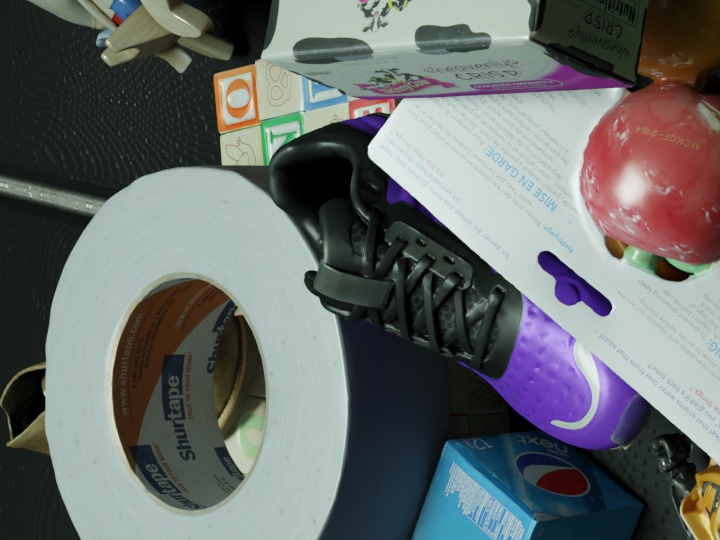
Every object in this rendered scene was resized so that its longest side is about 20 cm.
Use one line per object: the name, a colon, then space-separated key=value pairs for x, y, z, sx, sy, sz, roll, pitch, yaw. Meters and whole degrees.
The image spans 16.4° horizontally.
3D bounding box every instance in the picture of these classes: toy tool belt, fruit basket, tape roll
toy tool belt: x=-0.094 y=-0.159 z=1.177 sx=0.125 sy=0.123 sz=0.200 roll=-53 pitch=6 yaw=-14
fruit basket: x=0.129 y=-0.062 z=0.908 sx=0.185 sy=0.094 sz=0.200 roll=40 pitch=108 yaw=13
tape roll: x=-0.054 y=0.053 z=1.103 sx=0.199 sy=0.066 sz=0.202 roll=0 pitch=91 yaw=43

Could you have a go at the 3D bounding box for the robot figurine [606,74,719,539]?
robot figurine: x=0.143 y=0.033 z=0.969 sx=0.145 sy=0.058 sz=0.201 roll=-50 pitch=54 yaw=43

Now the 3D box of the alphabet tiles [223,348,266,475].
alphabet tiles: x=-0.039 y=0.084 z=1.237 sx=0.195 sy=0.015 sz=0.202 roll=9 pitch=98 yaw=51

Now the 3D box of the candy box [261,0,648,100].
candy box: x=0.045 y=-0.165 z=0.885 sx=0.136 sy=0.061 sz=0.201 roll=2 pitch=78 yaw=47

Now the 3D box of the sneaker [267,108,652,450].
sneaker: x=0.030 y=0.007 z=0.987 sx=0.200 sy=0.099 sz=0.070 roll=46 pitch=127 yaw=38

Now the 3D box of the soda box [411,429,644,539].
soda box: x=0.050 y=0.171 z=1.085 sx=0.064 sy=0.068 sz=0.201 roll=40 pitch=122 yaw=40

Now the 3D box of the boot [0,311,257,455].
boot: x=-0.119 y=0.059 z=1.275 sx=0.200 sy=0.075 sz=0.074 roll=-33 pitch=60 yaw=51

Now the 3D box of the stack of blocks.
stack of blocks: x=0.000 y=0.000 z=1.136 sx=0.115 sy=0.058 sz=0.202 roll=-10 pitch=83 yaw=43
